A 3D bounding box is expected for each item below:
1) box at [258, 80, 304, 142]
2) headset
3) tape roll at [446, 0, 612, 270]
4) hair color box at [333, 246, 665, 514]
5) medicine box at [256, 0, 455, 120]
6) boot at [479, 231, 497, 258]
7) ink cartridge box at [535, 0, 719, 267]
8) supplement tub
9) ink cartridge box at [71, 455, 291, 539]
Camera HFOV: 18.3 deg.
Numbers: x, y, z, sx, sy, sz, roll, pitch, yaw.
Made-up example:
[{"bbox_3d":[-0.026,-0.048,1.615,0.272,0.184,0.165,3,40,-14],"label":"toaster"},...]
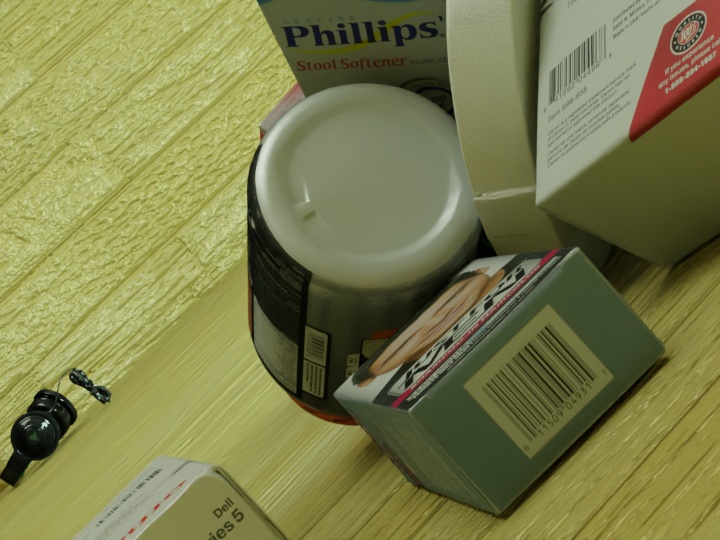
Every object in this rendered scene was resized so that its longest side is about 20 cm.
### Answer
[{"bbox_3d":[0.032,-0.103,1.370,0.200,0.094,0.103,-50,-22,-29],"label":"box"},{"bbox_3d":[-0.415,0.214,3.015,0.200,0.094,0.124,-56,3,27],"label":"headset"},{"bbox_3d":[0.092,-0.095,1.149,0.037,0.204,0.203,-7,19,19],"label":"tape roll"},{"bbox_3d":[0.055,0.046,0.995,0.099,0.061,0.200,-43,5,-8],"label":"hair color box"},{"bbox_3d":[0.034,-0.162,1.218,0.102,0.200,0.183,-2,54,21],"label":"medicine box"},{"bbox_3d":[0.118,-0.063,1.353,0.200,0.072,0.144,-43,3,30],"label":"boot"},{"bbox_3d":[0.156,-0.127,1.039,0.144,0.083,0.201,-38,38,44],"label":"ink cartridge box"},{"bbox_3d":[0.000,0.000,1.185,0.123,0.122,0.200,-44,-17,-20],"label":"supplement tub"},{"bbox_3d":[-0.108,0.168,1.081,0.145,0.084,0.200,-44,6,-10],"label":"ink cartridge box"}]
